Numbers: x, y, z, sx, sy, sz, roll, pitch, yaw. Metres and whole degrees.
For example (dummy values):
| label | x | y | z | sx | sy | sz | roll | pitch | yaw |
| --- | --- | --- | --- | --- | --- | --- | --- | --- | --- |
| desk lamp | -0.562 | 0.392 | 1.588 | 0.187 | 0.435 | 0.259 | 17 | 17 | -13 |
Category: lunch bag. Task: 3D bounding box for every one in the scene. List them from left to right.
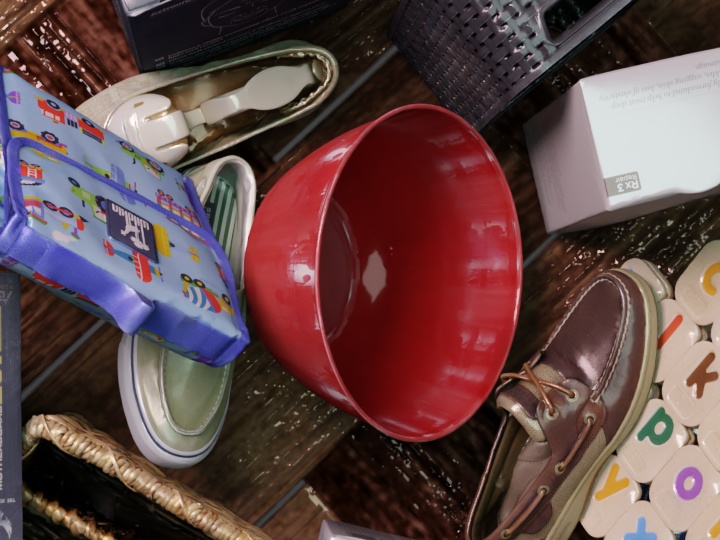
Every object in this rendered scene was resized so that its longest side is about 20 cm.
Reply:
| label | x | y | z | sx | sy | sz | roll | pitch | yaw |
| --- | --- | --- | --- | --- | --- | --- | --- | --- | --- |
| lunch bag | -0.152 | -0.014 | 0.922 | 0.150 | 0.200 | 0.094 | 31 | 100 | -31 |

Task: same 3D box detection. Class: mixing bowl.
| label | x | y | z | sx | sy | sz | roll | pitch | yaw |
| --- | --- | --- | --- | --- | --- | --- | --- | --- | --- |
| mixing bowl | 0.000 | 0.000 | 1.019 | 0.108 | 0.200 | 0.201 | 2 | 84 | 40 |

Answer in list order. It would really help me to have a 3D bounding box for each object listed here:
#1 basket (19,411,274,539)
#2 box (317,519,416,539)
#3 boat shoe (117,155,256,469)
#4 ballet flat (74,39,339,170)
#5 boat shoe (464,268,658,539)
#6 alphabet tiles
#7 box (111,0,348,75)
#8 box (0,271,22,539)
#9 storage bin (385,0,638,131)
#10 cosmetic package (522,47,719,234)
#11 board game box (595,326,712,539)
| label | x | y | z | sx | sy | sz | roll | pitch | yaw |
| --- | --- | --- | --- | --- | --- | --- | --- | --- | --- |
| basket | -0.143 | 0.189 | 0.995 | 0.200 | 0.149 | 0.143 | 32 | 84 | -3 |
| box | 0.004 | 0.266 | 1.019 | 0.101 | 0.112 | 0.201 | 14 | 85 | -3 |
| boat shoe | -0.104 | 0.020 | 1.023 | 0.072 | 0.062 | 0.201 | 13 | 65 | -25 |
| ballet flat | -0.104 | -0.101 | 1.046 | 0.199 | 0.062 | 0.068 | -26 | 101 | -16 |
| boat shoe | 0.120 | 0.090 | 1.037 | 0.072 | 0.072 | 0.201 | 14 | 106 | -41 |
| alphabet tiles | 0.195 | 0.088 | 1.019 | 0.015 | 0.200 | 0.196 | 13 | 121 | -40 |
| box | -0.086 | -0.205 | 1.003 | 0.148 | 0.200 | 0.107 | -21 | 88 | -6 |
| box | -0.272 | 0.085 | 0.976 | 0.051 | 0.200 | 0.158 | 2 | 85 | -43 |
| storage bin | 0.101 | -0.168 | 1.015 | 0.135 | 0.200 | 0.094 | -39 | 89 | -6 |
| cosmetic package | 0.174 | -0.076 | 1.015 | 0.112 | 0.200 | 0.082 | -13 | 87 | -6 |
| board game box | 0.268 | 0.134 | 1.084 | 0.199 | 0.046 | 0.152 | 24 | 84 | -3 |
